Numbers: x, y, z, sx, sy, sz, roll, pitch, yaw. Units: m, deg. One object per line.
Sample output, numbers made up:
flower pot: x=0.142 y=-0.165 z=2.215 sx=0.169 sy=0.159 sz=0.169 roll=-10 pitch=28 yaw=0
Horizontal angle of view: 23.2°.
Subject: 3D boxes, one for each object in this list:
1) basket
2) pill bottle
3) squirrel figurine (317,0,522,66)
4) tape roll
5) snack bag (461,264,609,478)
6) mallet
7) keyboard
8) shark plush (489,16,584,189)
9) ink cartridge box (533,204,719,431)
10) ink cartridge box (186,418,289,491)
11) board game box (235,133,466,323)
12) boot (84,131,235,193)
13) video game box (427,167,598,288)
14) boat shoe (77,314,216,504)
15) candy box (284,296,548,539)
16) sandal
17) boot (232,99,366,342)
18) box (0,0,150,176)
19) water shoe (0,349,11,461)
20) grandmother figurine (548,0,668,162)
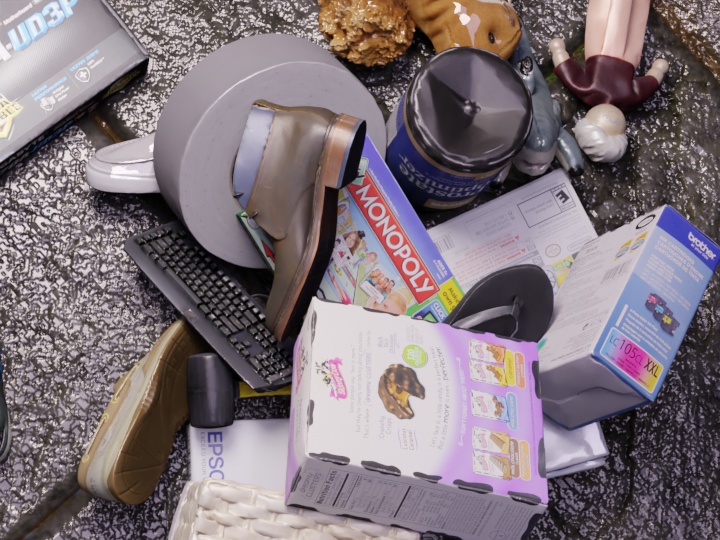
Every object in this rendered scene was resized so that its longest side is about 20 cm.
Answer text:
basket: x=-0.067 y=0.284 z=1.436 sx=0.199 sy=0.161 sz=0.199 roll=15 pitch=77 yaw=-8
pill bottle: x=0.078 y=-0.117 z=1.572 sx=0.111 sy=0.200 sz=0.112 roll=2 pitch=76 yaw=-9
squirrel figurine: x=0.054 y=-0.257 z=1.653 sx=0.199 sy=0.142 sz=0.187 roll=-22 pitch=92 yaw=0
tape roll: x=-0.079 y=-0.104 z=1.548 sx=0.200 sy=0.201 sz=0.066 roll=-24 pitch=38 yaw=-15
snack bag: x=0.106 y=0.106 z=1.574 sx=0.199 sy=0.021 sz=0.190 roll=-13 pitch=81 yaw=-11
mallet: x=-0.064 y=0.093 z=1.560 sx=0.199 sy=0.041 sz=0.066 roll=-10 pitch=89 yaw=-30
keyboard: x=-0.108 y=0.024 z=1.561 sx=0.200 sy=0.021 sz=0.127 roll=45 pitch=38 yaw=21
shark plush: x=0.167 y=-0.165 z=1.646 sx=0.090 sy=0.083 sz=0.201 roll=1 pitch=53 yaw=13
ink cartridge box: x=0.230 y=0.030 z=1.539 sx=0.076 sy=0.136 sz=0.200 roll=37 pitch=62 yaw=-14
ink cartridge box: x=-0.051 y=0.229 z=1.552 sx=0.199 sy=0.043 sz=0.197 roll=-2 pitch=77 yaw=-9
board game box: x=0.000 y=0.000 z=1.534 sx=0.134 sy=0.029 sz=0.200 roll=-33 pitch=99 yaw=-8
boot: x=-0.153 y=-0.132 z=1.581 sx=0.199 sy=0.074 sz=0.096 roll=-11 pitch=122 yaw=-19
video game box: x=0.142 y=0.027 z=1.631 sx=0.199 sy=0.047 sz=0.183 roll=-24 pitch=81 yaw=-14
boat shoe: x=-0.187 y=0.113 z=1.535 sx=0.074 sy=0.066 sz=0.200 roll=57 pitch=46 yaw=-34
candy box: x=0.044 y=0.122 z=1.421 sx=0.199 sy=0.072 sz=0.168 roll=13 pitch=45 yaw=-10
sandal: x=0.090 y=0.070 z=1.521 sx=0.200 sy=0.043 sz=0.076 roll=-36 pitch=105 yaw=-8
boot: x=-0.068 y=-0.046 z=1.479 sx=0.097 sy=0.075 sz=0.201 roll=20 pitch=99 yaw=10
box: x=-0.316 y=-0.193 z=1.598 sx=0.200 sy=0.046 sz=0.159 roll=-37 pitch=86 yaw=-15
water shoe: x=-0.341 y=0.070 z=1.516 sx=0.071 sy=0.079 sz=0.201 roll=-17 pitch=81 yaw=-14
grandmother figurine: x=0.240 y=-0.199 z=1.696 sx=0.121 sy=0.061 sz=0.201 roll=8 pitch=73 yaw=1
